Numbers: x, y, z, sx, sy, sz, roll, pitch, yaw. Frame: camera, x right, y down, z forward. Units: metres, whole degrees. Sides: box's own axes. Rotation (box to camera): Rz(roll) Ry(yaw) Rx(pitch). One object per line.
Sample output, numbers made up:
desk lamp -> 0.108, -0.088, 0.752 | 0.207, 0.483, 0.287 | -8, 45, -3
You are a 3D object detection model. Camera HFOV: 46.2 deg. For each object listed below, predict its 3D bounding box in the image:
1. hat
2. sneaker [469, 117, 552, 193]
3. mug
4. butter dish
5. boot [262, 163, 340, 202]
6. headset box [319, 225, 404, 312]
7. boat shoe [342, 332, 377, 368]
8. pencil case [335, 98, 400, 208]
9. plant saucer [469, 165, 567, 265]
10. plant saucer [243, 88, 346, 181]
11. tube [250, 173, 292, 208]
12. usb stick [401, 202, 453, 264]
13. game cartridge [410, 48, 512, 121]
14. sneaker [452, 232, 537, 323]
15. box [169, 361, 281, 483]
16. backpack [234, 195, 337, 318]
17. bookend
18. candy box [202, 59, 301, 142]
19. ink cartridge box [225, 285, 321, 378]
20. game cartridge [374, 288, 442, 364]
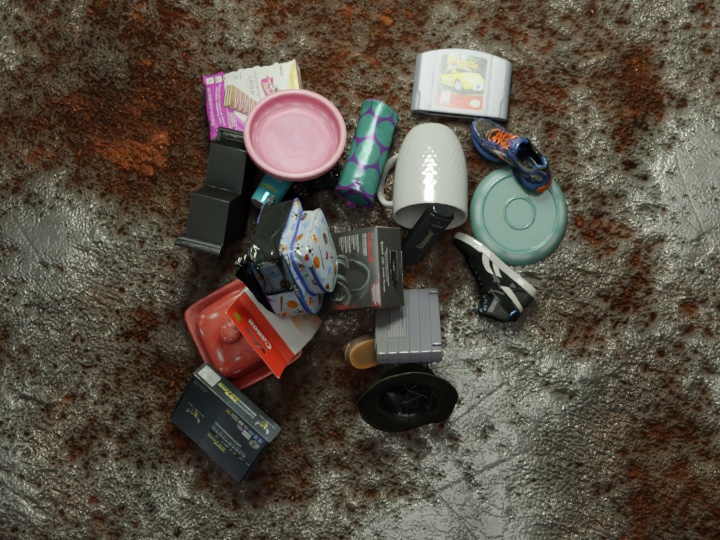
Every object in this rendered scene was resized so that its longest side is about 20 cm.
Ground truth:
hat -> 0.089, 0.229, 1.638 | 0.196, 0.203, 0.082 | -7, 48, 4
sneaker -> 0.299, -0.241, 1.656 | 0.199, 0.079, 0.075 | 38, 73, 18
mug -> 0.115, -0.182, 1.656 | 0.197, 0.147, 0.179 | -10, 69, 33
butter dish -> -0.240, 0.121, 1.650 | 0.197, 0.148, 0.203 | -27, 84, 1
boot -> -0.113, -0.150, 1.693 | 0.154, 0.079, 0.216 | -6, 85, 4
headset box -> 0.000, 0.000, 1.626 | 0.197, 0.076, 0.153 | -6, 85, 43
boat shoe -> 0.060, 0.144, 1.662 | 0.195, 0.070, 0.072 | -6, 98, -17
pencil case -> 0.014, -0.230, 1.671 | 0.084, 0.092, 0.204 | 20, 76, -10
plant saucer -> 0.316, -0.113, 1.685 | 0.195, 0.027, 0.205 | 0, 85, 4
plant saucer -> -0.125, -0.252, 1.620 | 0.196, 0.051, 0.205 | 2, 64, -5
tube -> -0.143, -0.208, 1.650 | 0.076, 0.050, 0.203 | 28, 75, 4
usb stick -> 0.121, -0.068, 1.618 | 0.054, 0.200, 0.033 | 20, 60, -8
game cartridge -> 0.205, -0.378, 1.708 | 0.195, 0.041, 0.136 | 6, 83, 5
sneaker -> 0.239, 0.024, 1.657 | 0.199, 0.073, 0.113 | 38, 88, 4
box -> -0.266, 0.298, 1.647 | 0.199, 0.051, 0.159 | 41, 129, 6
backpack -> -0.122, -0.014, 1.559 | 0.151, 0.193, 0.202 | 0, 41, 17
bookend -> -0.271, -0.156, 1.619 | 0.090, 0.200, 0.203 | 13, 107, 4
candy box -> -0.214, -0.340, 1.723 | 0.195, 0.061, 0.140 | -9, 86, 3
ink cartridge box -> -0.160, 0.087, 1.605 | 0.050, 0.200, 0.163 | -33, 101, 21
game cartridge -> 0.090, 0.105, 1.615 | 0.126, 0.202, 0.039 | -6, 123, 7
